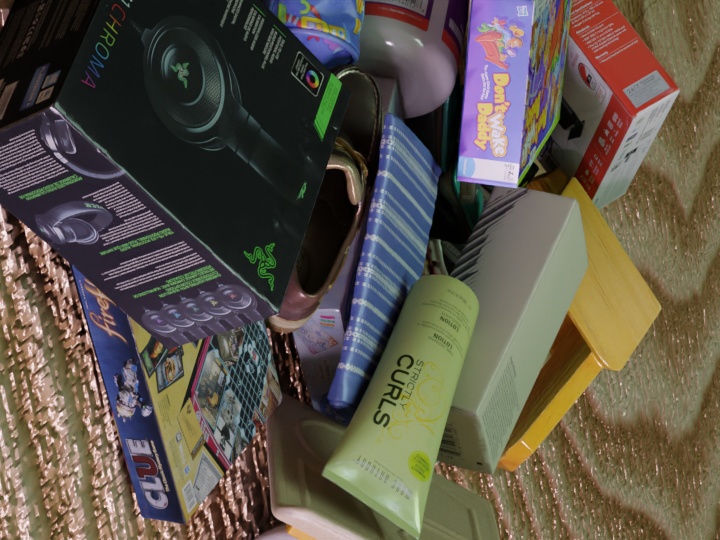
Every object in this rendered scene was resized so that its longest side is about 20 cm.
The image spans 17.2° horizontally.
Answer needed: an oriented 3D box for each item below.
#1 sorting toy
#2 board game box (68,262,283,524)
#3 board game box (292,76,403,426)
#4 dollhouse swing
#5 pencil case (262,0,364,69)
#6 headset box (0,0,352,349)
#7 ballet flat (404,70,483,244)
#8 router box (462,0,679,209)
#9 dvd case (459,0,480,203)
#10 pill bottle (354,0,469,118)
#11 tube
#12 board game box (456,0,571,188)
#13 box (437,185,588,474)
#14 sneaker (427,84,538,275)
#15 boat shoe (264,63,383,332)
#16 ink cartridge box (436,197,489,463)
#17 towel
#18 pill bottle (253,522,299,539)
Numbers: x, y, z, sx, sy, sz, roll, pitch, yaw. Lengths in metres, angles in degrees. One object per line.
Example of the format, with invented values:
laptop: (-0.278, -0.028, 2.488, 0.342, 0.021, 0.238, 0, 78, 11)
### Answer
sorting toy: (0.015, 0.162, 1.567, 0.037, 0.185, 0.200, -57, -164, 14)
board game box: (-0.110, 0.035, 1.457, 0.136, 0.035, 0.201, -50, 137, -47)
board game box: (0.000, 0.000, 1.701, 0.199, 0.043, 0.200, 79, 21, -54)
dollhouse swing: (0.134, 0.042, 1.979, 0.182, 0.176, 0.200, 56, -5, -2)
pencil case: (-0.033, -0.239, 1.630, 0.087, 0.078, 0.201, 16, 74, -46)
headset box: (-0.110, -0.079, 1.341, 0.200, 0.093, 0.174, 45, 45, -31)
ballet flat: (0.050, -0.088, 1.828, 0.200, 0.068, 0.068, 77, 20, -48)
router box: (0.164, -0.159, 1.911, 0.180, 0.049, 0.200, 54, -18, 15)
dvd case: (0.096, -0.172, 1.784, 0.149, 0.016, 0.201, -68, 161, -59)
pill bottle: (0.029, -0.218, 1.735, 0.113, 0.112, 0.201, 57, 38, -52)
tube: (0.033, 0.085, 1.566, 0.200, 0.058, 0.052, -67, 156, -45)
board game box: (0.115, -0.152, 1.723, 0.200, 0.045, 0.135, -53, 149, -68)
box: (0.095, 0.039, 1.697, 0.082, 0.068, 0.200, 75, 35, -49)
sneaker: (0.103, -0.060, 1.937, 0.074, 0.087, 0.201, -33, 119, -64)
boat shoe: (-0.020, -0.056, 1.562, 0.072, 0.072, 0.200, 29, 61, -15)
ink cartridge box: (0.066, 0.038, 1.813, 0.146, 0.048, 0.201, -20, 119, -79)
towel: (0.015, 0.007, 1.614, 0.145, 0.024, 0.201, 41, 58, -73)
pill bottle: (-0.005, 0.211, 1.634, 0.200, 0.111, 0.111, -16, 104, -67)
